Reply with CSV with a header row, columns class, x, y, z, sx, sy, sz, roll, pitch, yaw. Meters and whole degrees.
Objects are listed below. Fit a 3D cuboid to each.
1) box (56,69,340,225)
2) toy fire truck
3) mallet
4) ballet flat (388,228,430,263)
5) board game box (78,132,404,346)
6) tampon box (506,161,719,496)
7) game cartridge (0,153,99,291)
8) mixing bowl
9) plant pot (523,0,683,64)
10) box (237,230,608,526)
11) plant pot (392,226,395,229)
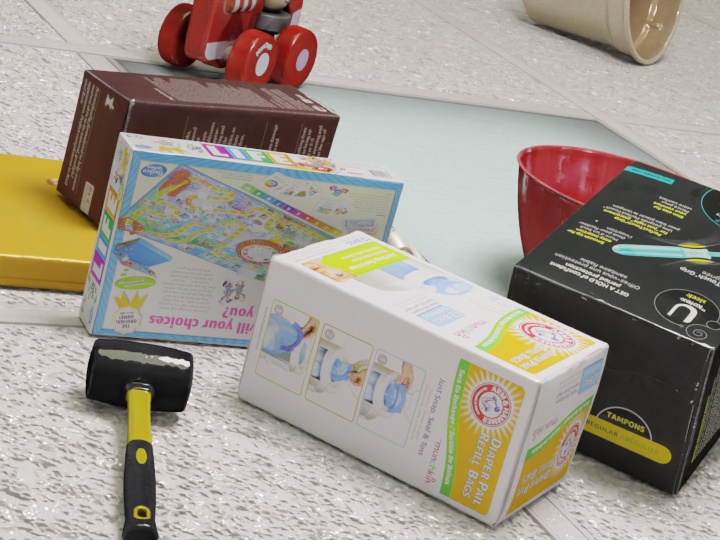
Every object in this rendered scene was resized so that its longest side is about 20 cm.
class,x,y,z,sx,sy,sz,roll,pitch,yaw
box,-0.122,-0.089,1.411,0.200,0.100,0.075,0,25,-43
toy fire truck,-0.113,-0.282,1.931,0.112,0.168,0.200,24,21,23
mallet,-0.118,0.100,1.076,0.066,0.041,0.200,6,25,-18
ballet flat,0.000,0.000,1.383,0.200,0.072,0.072,0,25,-37
board game box,-0.080,-0.015,1.268,0.200,0.135,0.034,6,21,-27
tampon box,0.205,0.035,1.305,0.150,0.127,0.200,23,35,23
game cartridge,-0.216,-0.034,1.379,0.176,0.033,0.200,6,24,-27
mixing bowl,0.212,-0.020,1.547,0.200,0.109,0.200,14,18,-5
plant pot,0.338,-0.404,2.630,0.183,0.201,0.200,13,16,30
box,0.040,0.065,1.189,0.200,0.102,0.112,25,22,25
plant pot,-0.067,-0.037,1.503,0.200,0.028,0.200,13,19,-5
